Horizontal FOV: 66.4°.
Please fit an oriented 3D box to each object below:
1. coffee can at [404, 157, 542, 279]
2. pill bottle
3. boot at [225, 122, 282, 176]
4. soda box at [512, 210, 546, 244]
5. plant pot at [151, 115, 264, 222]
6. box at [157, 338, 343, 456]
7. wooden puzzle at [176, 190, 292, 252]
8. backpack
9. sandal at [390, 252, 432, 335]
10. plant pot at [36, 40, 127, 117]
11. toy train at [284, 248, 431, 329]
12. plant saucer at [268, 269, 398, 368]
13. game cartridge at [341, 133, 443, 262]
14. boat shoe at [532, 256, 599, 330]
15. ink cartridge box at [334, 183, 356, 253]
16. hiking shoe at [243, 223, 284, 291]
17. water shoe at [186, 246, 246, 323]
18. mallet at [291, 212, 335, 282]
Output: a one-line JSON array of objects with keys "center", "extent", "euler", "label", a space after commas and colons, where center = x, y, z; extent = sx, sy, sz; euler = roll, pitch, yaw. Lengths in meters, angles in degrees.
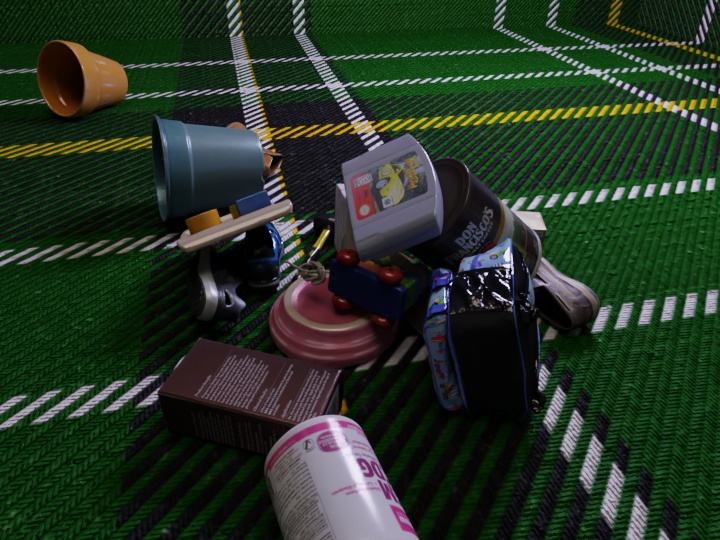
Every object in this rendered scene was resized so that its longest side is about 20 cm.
[{"center": [0.161, -0.054, 0.833], "extent": [0.199, 0.147, 0.147], "euler": [31, 16, -36], "label": "coffee can"}, {"center": [-0.011, 0.244, 0.504], "extent": [0.112, 0.115, 0.200], "euler": [-12, 37, -19], "label": "pill bottle"}, {"center": [-0.258, -0.282, 1.310], "extent": [0.153, 0.074, 0.201], "euler": [5, 46, 8], "label": "boot"}, {"center": [0.233, -0.071, 1.017], "extent": [0.197, 0.065, 0.068], "euler": [5, 34, 4], "label": "soda box"}, {"center": [-0.303, -0.204, 1.100], "extent": [0.194, 0.202, 0.201], "euler": [-6, 34, -25], "label": "plant pot"}, {"center": [-0.129, 0.157, 0.665], "extent": [0.197, 0.076, 0.100], "euler": [12, 36, 12], "label": "box"}, {"center": [-0.217, -0.089, 0.913], "extent": [0.183, 0.047, 0.200], "euler": [-22, 14, -14], "label": "wooden puzzle"}, {"center": [0.163, 0.061, 0.717], "extent": [0.133, 0.184, 0.201], "euler": [-6, 34, 17], "label": "backpack"}, {"center": [0.094, 0.036, 0.861], "extent": [0.054, 0.081, 0.200], "euler": [32, 10, -37], "label": "sandal"}, {"center": [-0.792, -0.552, 1.600], "extent": [0.198, 0.203, 0.183], "euler": [17, 22, 22], "label": "plant pot"}, {"center": [0.000, 0.000, 0.809], "extent": [0.198, 0.086, 0.115], "euler": [23, 29, 29], "label": "toy train"}, {"center": [-0.040, 0.060, 0.829], "extent": [0.198, 0.051, 0.201], "euler": [1, 35, -1], "label": "plant saucer"}, {"center": [0.045, -0.111, 0.776], "extent": [0.132, 0.041, 0.202], "euler": [-19, 47, 9], "label": "game cartridge"}, {"center": [0.273, 0.026, 0.868], "extent": [0.073, 0.075, 0.199], "euler": [-25, 41, -34], "label": "boat shoe"}, {"center": [-0.007, -0.081, 0.939], "extent": [0.066, 0.119, 0.200], "euler": [0, 17, -8], "label": "ink cartridge box"}, {"center": [-0.167, -0.051, 0.955], "extent": [0.073, 0.088, 0.201], "euler": [-6, 35, -11], "label": "hiking shoe"}, {"center": [-0.230, 0.025, 0.879], "extent": [0.078, 0.072, 0.201], "euler": [20, 22, -27], "label": "water shoe"}, {"center": [-0.088, -0.044, 0.997], "extent": [0.065, 0.042, 0.200], "euler": [14, 40, 19], "label": "mallet"}]
